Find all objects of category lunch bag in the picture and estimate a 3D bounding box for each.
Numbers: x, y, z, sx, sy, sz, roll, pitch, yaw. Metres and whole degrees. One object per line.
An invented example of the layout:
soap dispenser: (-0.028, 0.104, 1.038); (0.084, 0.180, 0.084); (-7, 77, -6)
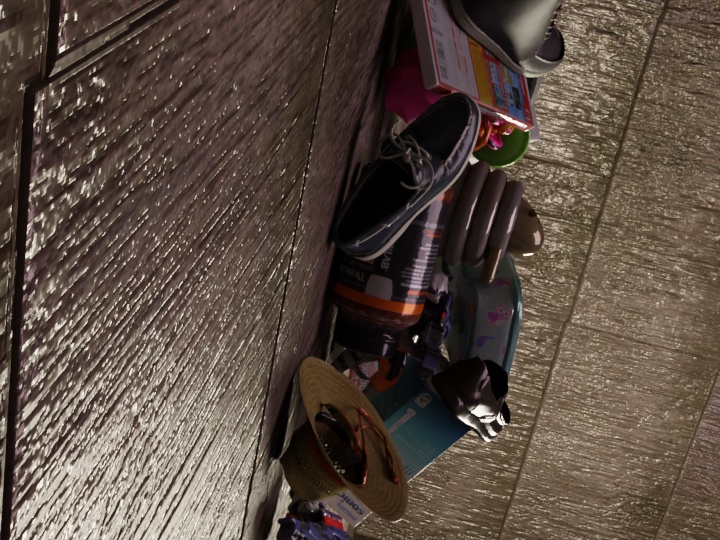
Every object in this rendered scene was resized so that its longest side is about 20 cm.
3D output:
lunch bag: (0.148, 0.045, 1.450); (0.201, 0.076, 0.162); (-99, -168, -59)

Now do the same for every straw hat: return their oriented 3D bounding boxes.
straw hat: (-0.036, 0.192, 1.175); (0.085, 0.202, 0.201); (-32, -172, 15)

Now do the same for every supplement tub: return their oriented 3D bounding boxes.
supplement tub: (0.029, -0.010, 1.252); (0.107, 0.106, 0.202); (-41, 146, -81)

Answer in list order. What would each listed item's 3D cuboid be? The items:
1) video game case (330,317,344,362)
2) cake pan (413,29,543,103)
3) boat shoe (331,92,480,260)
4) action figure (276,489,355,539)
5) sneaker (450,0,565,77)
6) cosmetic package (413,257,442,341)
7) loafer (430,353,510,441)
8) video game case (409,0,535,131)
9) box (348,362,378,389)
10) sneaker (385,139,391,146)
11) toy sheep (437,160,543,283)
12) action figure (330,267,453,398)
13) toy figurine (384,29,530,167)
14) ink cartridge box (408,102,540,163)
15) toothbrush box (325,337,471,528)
video game case: (0.000, 0.000, 1.470); (0.143, 0.018, 0.201); (-67, 170, -59)
cake pan: (0.145, -0.254, 1.410); (0.037, 0.199, 0.202); (-6, 114, -49)
boat shoe: (0.043, -0.098, 1.136); (0.200, 0.075, 0.062); (-46, 161, 7)
action figure: (-0.074, 0.327, 1.244); (0.200, 0.104, 0.195); (52, 40, -51)
sneaker: (0.194, -0.272, 1.233); (0.199, 0.106, 0.076); (13, 64, -51)
cosmetic package: (0.055, 0.010, 1.563); (0.201, 0.084, 0.108); (104, -7, -55)
loafer: (0.145, 0.145, 1.317); (0.071, 0.073, 0.200); (-36, 158, 8)
video game case: (0.120, -0.238, 1.226); (0.199, 0.017, 0.144); (11, 66, -51)
box: (0.026, 0.180, 1.696); (0.103, 0.094, 0.202); (97, 1, -62)
sneaker: (0.073, -0.117, 1.537); (0.200, 0.076, 0.076); (93, -11, -75)
toy sheep: (0.118, -0.065, 1.330); (0.138, 0.198, 0.139); (19, 90, -87)
action figure: (0.042, 0.079, 1.336); (0.194, 0.104, 0.200); (-57, -177, 17)
toy figurine: (0.099, -0.190, 1.286); (0.150, 0.201, 0.184); (-33, -178, 26)
ink cartridge box: (0.144, -0.206, 1.522); (0.200, 0.067, 0.116); (-14, -96, 59)
toothbrush box: (0.035, 0.198, 1.421); (0.200, 0.085, 0.147); (-42, -165, 14)
